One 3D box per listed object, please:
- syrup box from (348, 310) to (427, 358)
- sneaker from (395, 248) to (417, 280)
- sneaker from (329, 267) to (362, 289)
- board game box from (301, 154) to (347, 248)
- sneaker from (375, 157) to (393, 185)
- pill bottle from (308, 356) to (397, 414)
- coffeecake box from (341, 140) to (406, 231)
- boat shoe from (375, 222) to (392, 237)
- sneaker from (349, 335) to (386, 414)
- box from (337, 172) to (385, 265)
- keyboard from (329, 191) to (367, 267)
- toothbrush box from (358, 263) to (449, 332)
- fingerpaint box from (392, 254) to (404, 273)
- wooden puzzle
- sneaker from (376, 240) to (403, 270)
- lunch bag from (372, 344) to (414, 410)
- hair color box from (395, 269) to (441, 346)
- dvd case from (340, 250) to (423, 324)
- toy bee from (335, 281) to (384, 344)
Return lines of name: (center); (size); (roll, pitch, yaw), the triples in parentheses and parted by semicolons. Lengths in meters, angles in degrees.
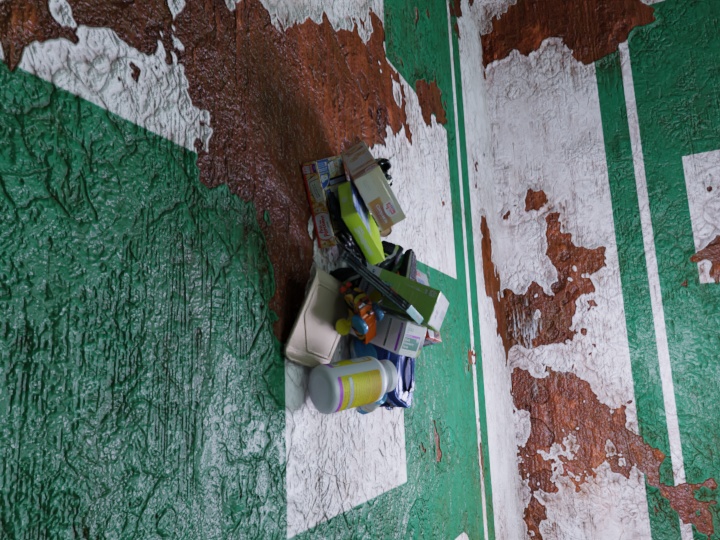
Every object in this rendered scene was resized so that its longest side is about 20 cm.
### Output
syrup box: (0.060, 0.144, 1.403); (0.078, 0.198, 0.083); (17, 91, -42)
sneaker: (0.097, 0.038, 1.546); (0.070, 0.088, 0.205); (33, 65, -68)
sneaker: (-0.045, 0.046, 1.399); (0.199, 0.070, 0.085); (-20, 112, -54)
board game box: (-0.072, -0.172, 1.411); (0.151, 0.045, 0.205); (-34, 114, -63)
sneaker: (0.049, -0.242, 1.640); (0.074, 0.086, 0.204); (46, 44, -51)
pill bottle: (-0.012, 0.250, 1.284); (0.197, 0.103, 0.107); (-3, 86, -39)
coffeecake box: (0.030, -0.213, 1.431); (0.155, 0.072, 0.201); (58, 6, -30)
boat shoe: (0.030, -0.128, 1.569); (0.199, 0.074, 0.067); (26, 27, -51)
sneaker: (0.002, 0.255, 1.430); (0.075, 0.081, 0.203); (17, 44, -32)
box: (-0.001, -0.122, 1.403); (0.124, 0.047, 0.201); (-99, 164, -44)
keyboard: (-0.038, -0.084, 1.386); (0.105, 0.039, 0.202); (-101, 165, -50)
toothbrush box: (0.107, 0.070, 1.421); (0.088, 0.197, 0.146); (-65, 159, -7)
fingerpaint box: (0.111, 0.083, 1.704); (0.169, 0.072, 0.202); (65, 31, -33)
wooden puzzle: (-0.090, 0.111, 1.266); (0.185, 0.037, 0.204); (35, 71, -58)
sneaker: (0.059, -0.035, 1.615); (0.073, 0.082, 0.200); (-65, 172, 20)
lunch bag: (0.078, 0.270, 1.517); (0.136, 0.130, 0.204); (47, 42, -51)
hair color box: (0.164, 0.103, 1.614); (0.110, 0.063, 0.205); (26, 50, -62)
dvd case: (0.050, 0.040, 1.288); (0.022, 0.199, 0.146); (-49, 157, -1)
toy bee: (0.003, 0.078, 1.290); (0.130, 0.109, 0.202); (-27, 154, -41)
